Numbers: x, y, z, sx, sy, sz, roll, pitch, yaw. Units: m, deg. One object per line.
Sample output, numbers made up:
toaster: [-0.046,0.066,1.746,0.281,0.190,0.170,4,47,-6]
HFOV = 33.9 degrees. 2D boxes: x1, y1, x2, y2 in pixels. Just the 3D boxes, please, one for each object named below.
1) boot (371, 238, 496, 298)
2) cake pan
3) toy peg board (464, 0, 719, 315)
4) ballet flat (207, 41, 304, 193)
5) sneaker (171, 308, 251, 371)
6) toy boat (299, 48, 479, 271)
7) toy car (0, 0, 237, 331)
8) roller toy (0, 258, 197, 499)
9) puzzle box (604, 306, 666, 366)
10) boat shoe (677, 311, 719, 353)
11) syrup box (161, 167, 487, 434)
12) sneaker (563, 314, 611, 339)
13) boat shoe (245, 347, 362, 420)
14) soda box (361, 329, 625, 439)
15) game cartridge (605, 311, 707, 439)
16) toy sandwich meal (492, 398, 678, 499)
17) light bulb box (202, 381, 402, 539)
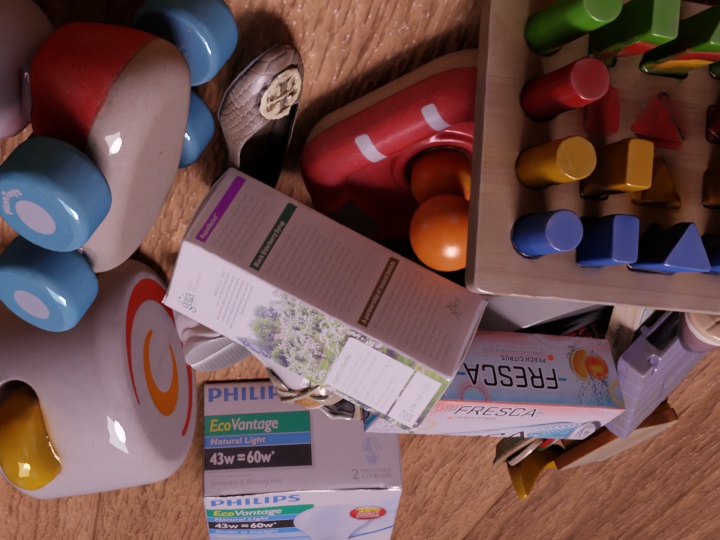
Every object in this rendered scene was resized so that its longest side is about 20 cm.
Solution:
boot: [0.000,0.000,0.899,0.200,0.072,0.166,-4,-178,-26]
cake pan: [0.139,0.039,0.997,0.200,0.037,0.200,-18,169,-4]
toy peg board: [0.178,-0.079,0.716,0.200,0.199,0.098,5,176,-15]
ballet flat: [-0.069,-0.082,0.819,0.067,0.046,0.200,-30,162,-29]
sneaker: [-0.072,0.030,1.005,0.200,0.080,0.070,-1,145,-44]
toy boat: [0.058,-0.059,0.814,0.200,0.131,0.130,-24,143,28]
toy car: [-0.209,-0.103,0.720,0.200,0.184,0.177,29,145,2]
roller toy: [-0.225,0.091,0.960,0.140,0.200,0.182,-11,153,11]
puzzle box: [0.254,0.010,0.974,0.133,0.025,0.200,-39,153,-23]
boat shoe: [0.285,-0.023,0.874,0.072,0.200,0.065,32,156,0]
syrup box: [-0.026,0.020,0.806,0.200,0.081,0.079,28,140,1]
sneaker: [0.195,0.075,1.113,0.200,0.078,0.082,-7,155,18]
boat shoe: [-0.035,0.074,0.925,0.075,0.068,0.200,-1,165,27]
soda box: [0.100,0.088,0.912,0.200,0.064,0.068,6,150,-23]
game cartridge: [0.281,0.046,1.000,0.200,0.038,0.130,-41,158,-20]
toy sandwich meal: [0.227,0.165,1.194,0.205,0.070,0.205,-28,166,-8]
light bulb box: [-0.063,0.211,1.234,0.198,0.125,0.200,-2,149,-4]
